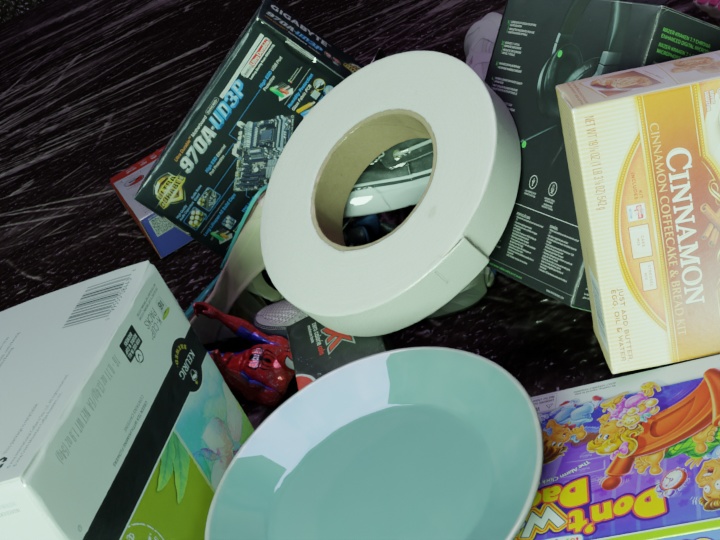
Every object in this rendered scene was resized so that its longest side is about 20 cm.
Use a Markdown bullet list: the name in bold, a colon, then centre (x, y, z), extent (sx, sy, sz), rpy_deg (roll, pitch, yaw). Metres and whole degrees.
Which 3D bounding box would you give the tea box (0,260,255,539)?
- **tea box**: centre (-0.156, 0.142, 0.756), extent (0.132, 0.198, 0.201), rpy_deg (-16, 28, 22)

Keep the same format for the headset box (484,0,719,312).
- **headset box**: centre (0.154, -0.086, 0.863), extent (0.092, 0.203, 0.174), rpy_deg (11, 8, -28)

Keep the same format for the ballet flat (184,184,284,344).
- **ballet flat**: centre (-0.095, 0.015, 1.059), extent (0.201, 0.069, 0.070), rpy_deg (-53, 3, 43)

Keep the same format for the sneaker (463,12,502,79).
- **sneaker**: centre (0.118, -0.186, 1.235), extent (0.098, 0.076, 0.200), rpy_deg (-26, 25, 1)

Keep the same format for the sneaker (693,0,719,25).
- **sneaker**: centre (0.329, -0.198, 1.029), extent (0.074, 0.087, 0.200), rpy_deg (-51, 13, 15)

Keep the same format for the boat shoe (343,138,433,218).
- **boat shoe**: centre (0.041, -0.089, 0.981), extent (0.197, 0.072, 0.072), rpy_deg (-16, 8, 0)

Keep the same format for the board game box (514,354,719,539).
- **board game box**: centre (0.150, 0.112, 0.687), extent (0.197, 0.045, 0.135), rpy_deg (-16, 28, 24)

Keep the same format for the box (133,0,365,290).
- **box**: centre (-0.069, -0.094, 1.066), extent (0.201, 0.158, 0.046), rpy_deg (-51, 14, 27)

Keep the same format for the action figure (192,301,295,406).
- **action figure**: centre (-0.128, 0.067, 0.986), extent (0.197, 0.099, 0.066), rpy_deg (-9, 51, 30)

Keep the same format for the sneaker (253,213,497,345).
- **sneaker**: centre (0.000, 0.000, 0.996), extent (0.197, 0.086, 0.077), rpy_deg (-21, 26, 16)

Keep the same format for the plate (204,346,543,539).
- **plate**: centre (0.008, 0.122, 0.706), extent (0.197, 0.026, 0.202), rpy_deg (-19, 35, 14)

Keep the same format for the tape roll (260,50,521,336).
- **tape roll**: centre (0.017, -0.054, 0.886), extent (0.201, 0.037, 0.206), rpy_deg (-21, 53, 30)

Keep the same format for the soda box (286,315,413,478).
- **soda box**: centre (0.001, 0.091, 0.852), extent (0.070, 0.064, 0.201), rpy_deg (-26, 25, 3)

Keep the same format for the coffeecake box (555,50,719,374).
- **coffeecake box**: centre (0.221, -0.043, 0.725), extent (0.197, 0.156, 0.073), rpy_deg (-11, 18, 4)

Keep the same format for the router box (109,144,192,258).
- **router box**: centre (-0.158, -0.108, 1.394), extent (0.198, 0.049, 0.179), rpy_deg (-32, 26, -9)

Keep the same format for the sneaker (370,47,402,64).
- **sneaker**: centre (-0.020, -0.108, 1.193), extent (0.199, 0.105, 0.060), rpy_deg (-39, 28, -22)
